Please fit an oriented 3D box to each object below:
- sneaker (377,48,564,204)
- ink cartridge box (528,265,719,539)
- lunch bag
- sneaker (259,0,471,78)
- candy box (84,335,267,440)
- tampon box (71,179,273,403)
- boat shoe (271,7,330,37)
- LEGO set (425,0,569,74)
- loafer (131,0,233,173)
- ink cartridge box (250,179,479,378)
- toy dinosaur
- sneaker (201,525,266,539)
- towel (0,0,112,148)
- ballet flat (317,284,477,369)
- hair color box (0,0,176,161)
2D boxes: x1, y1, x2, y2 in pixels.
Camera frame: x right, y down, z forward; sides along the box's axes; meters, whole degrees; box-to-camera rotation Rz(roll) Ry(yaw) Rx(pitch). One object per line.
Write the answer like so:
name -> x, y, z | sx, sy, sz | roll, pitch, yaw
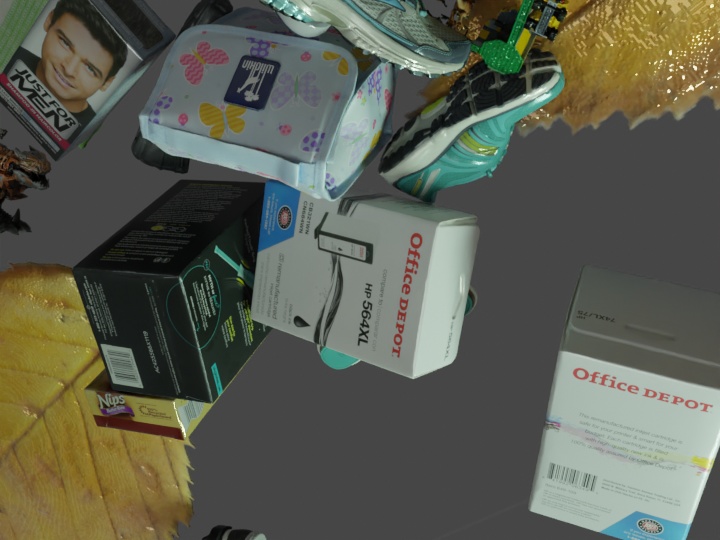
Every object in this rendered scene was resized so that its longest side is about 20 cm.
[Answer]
sneaker -> 0.104, -0.127, 0.741 | 0.079, 0.078, 0.199 | 35, 136, -25
ink cartridge box -> 0.254, 0.127, 0.774 | 0.145, 0.146, 0.202 | 13, 125, 16
lunch bag -> -0.069, -0.146, 0.711 | 0.168, 0.200, 0.128 | 16, 126, 14
sneaker -> 0.006, -0.209, 0.601 | 0.198, 0.078, 0.087 | 18, 114, -25
candy box -> -0.200, 0.101, 0.927 | 0.115, 0.200, 0.057 | 4, 122, 22
tampon box -> -0.172, 0.014, 0.859 | 0.125, 0.200, 0.152 | 4, 121, 22
boat shoe -> -0.076, -0.272, 0.688 | 0.065, 0.073, 0.202 | -40, 64, 51
LEGO set -> 0.085, -0.263, 0.648 | 0.198, 0.117, 0.154 | 24, 157, 13
loafer -> -0.166, -0.182, 0.822 | 0.070, 0.069, 0.201 | 22, 126, -17
ink cartridge box -> 0.000, 0.000, 0.793 | 0.198, 0.084, 0.148 | 16, 104, 32
toy dinosaur -> -0.458, -0.107, 0.999 | 0.198, 0.102, 0.138 | 13, 112, 38
sneaker -> -0.191, 0.466, 1.246 | 0.111, 0.073, 0.202 | 9, 115, 23
towel -> -0.339, -0.246, 0.883 | 0.200, 0.031, 0.149 | 46, 130, -11
ballet flat -> 0.035, 0.041, 0.869 | 0.199, 0.070, 0.070 | -28, 107, 31
hair color box -> -0.280, -0.205, 0.819 | 0.099, 0.061, 0.199 | 48, 132, -13
